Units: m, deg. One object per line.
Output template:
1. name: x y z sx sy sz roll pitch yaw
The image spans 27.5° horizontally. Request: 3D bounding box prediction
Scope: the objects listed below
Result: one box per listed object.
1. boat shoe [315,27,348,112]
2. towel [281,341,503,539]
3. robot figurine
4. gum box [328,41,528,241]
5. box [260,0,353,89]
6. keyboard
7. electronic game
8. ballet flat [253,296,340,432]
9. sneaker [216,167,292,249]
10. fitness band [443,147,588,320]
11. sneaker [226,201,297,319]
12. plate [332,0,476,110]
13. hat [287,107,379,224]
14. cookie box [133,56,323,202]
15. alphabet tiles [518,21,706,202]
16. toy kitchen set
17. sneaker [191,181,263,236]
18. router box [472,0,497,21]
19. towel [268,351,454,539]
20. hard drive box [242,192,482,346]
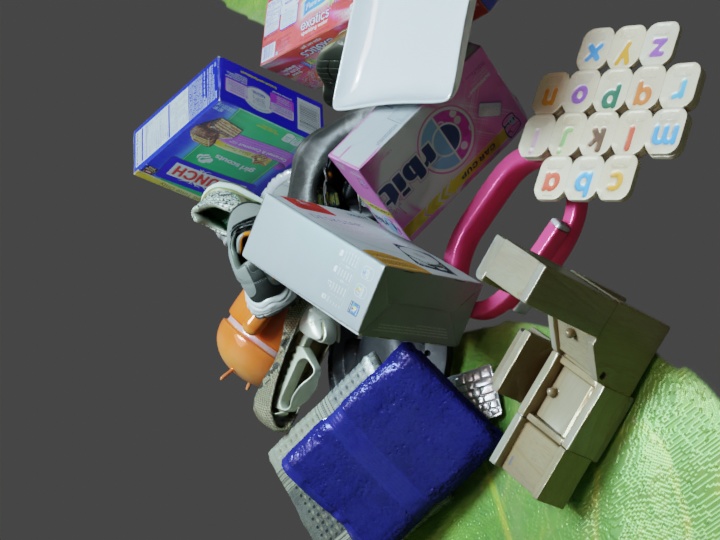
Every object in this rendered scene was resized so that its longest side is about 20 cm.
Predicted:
1. boat shoe: -0.009 -0.252 1.759 0.200 0.075 0.074 112 178 -77
2. towel: 0.033 0.184 1.515 0.148 0.050 0.200 45 109 3
3. robot figurine: -0.091 0.055 1.740 0.200 0.117 0.144 -54 21 0
4. gum box: 0.077 -0.145 1.567 0.200 0.114 0.066 -46 36 -10
5. box: -0.028 -0.316 1.852 0.200 0.095 0.103 -19 60 47
6. keyboard: 0.052 0.154 1.543 0.200 0.011 0.056 -20 70 19
7. electronic game: 0.030 0.094 1.641 0.200 0.042 0.201 -12 75 48
8. ballet flat: -0.060 0.092 1.654 0.075 0.068 0.200 37 107 58
9. sneaker: -0.090 -0.073 1.869 0.200 0.075 0.082 -38 82 31
10. fitness band: 0.158 -0.038 1.539 0.200 0.037 0.144 -55 39 19
11. sneaker: -0.117 -0.031 1.666 0.074 0.079 0.200 -25 33 2
12. plate: 0.057 -0.262 1.529 0.200 0.032 0.200 4 80 52
13. hat: 0.014 -0.091 1.699 0.200 0.081 0.201 -6 79 31
14. cookie box: -0.173 -0.170 1.914 0.200 0.171 0.075 -34 47 41
15. alphabet tiles: 0.248 -0.156 1.467 0.200 0.015 0.196 3 69 46
16. toy kitchen set: 0.140 0.081 1.387 0.200 0.180 0.163 -61 36 7
17. sneaker: -0.120 -0.050 1.797 0.199 0.089 0.077 14 110 17
18. router box: 0.106 -0.327 1.643 0.179 0.049 0.200 -22 26 46
19. towel: -0.001 0.222 1.607 0.200 0.034 0.193 -45 62 30
20. hard drive box: 0.000 0.000 1.539 0.200 0.156 0.077 31 104 41
